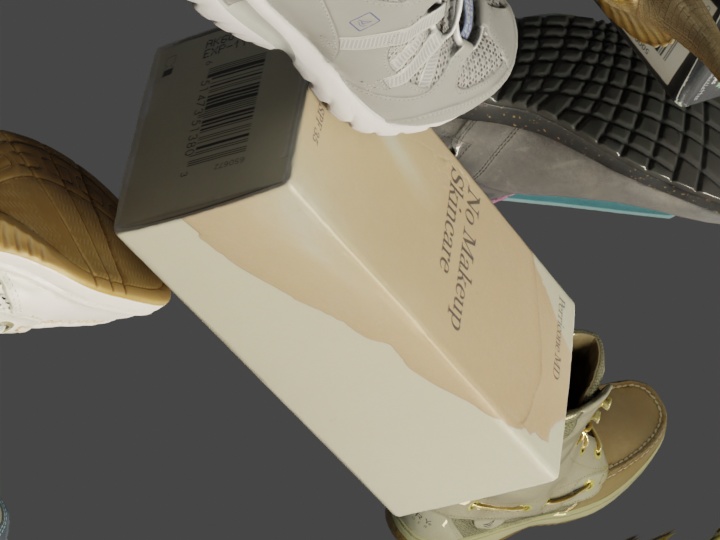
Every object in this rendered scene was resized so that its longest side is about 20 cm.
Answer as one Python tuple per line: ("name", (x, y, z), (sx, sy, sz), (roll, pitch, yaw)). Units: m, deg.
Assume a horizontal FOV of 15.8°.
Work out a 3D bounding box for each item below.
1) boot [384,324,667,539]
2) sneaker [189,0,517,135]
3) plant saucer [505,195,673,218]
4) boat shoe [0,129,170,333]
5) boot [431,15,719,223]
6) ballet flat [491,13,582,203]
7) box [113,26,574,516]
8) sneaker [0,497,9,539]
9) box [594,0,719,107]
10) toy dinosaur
("boot", (0.119, 0.084, 1.504), (0.200, 0.072, 0.155), (-20, 153, -30))
("sneaker", (0.014, -0.096, 0.878), (0.082, 0.075, 0.200), (-14, 166, 26))
("plant saucer", (0.132, -0.058, 1.286), (0.070, 0.019, 0.200), (-44, 156, 24))
("boat shoe", (-0.149, -0.008, 0.924), (0.069, 0.071, 0.200), (-41, 149, 21))
("boot", (0.054, -0.043, 1.039), (0.132, 0.200, 0.070), (117, -8, -50))
("ballet flat", (0.043, -0.055, 1.112), (0.200, 0.069, 0.071), (-40, -175, 34))
("box", (0.000, 0.000, 0.979), (0.078, 0.095, 0.200), (-15, 139, 29))
("sneaker", (-0.221, 0.116, 1.072), (0.200, 0.078, 0.086), (-12, 147, -44))
("box", (0.179, -0.159, 0.993), (0.200, 0.122, 0.106), (-18, 154, -35))
("toy dinosaur", (0.096, -0.110, 0.909), (0.058, 0.200, 0.101), (-35, 141, -13))
